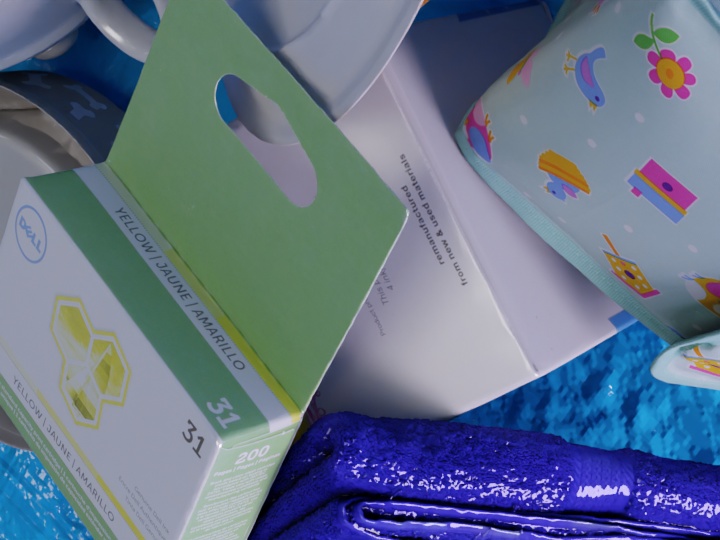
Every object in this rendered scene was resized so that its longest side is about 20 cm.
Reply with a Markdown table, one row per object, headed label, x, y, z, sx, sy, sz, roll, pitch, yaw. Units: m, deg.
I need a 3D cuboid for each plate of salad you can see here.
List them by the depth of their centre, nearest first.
| label | x | y | z | sx | sy | sz | roll | pitch | yaw |
| --- | --- | --- | --- | --- | --- | --- | --- | --- | --- |
| plate of salad | -0.001 | -0.141 | 0.656 | 0.200 | 0.048 | 0.201 | -34 | 51 | 54 |

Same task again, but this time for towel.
| label | x | y | z | sx | sy | sz | roll | pitch | yaw |
| --- | --- | --- | --- | --- | --- | --- | --- | --- | --- |
| towel | 0.051 | 0.114 | 0.725 | 0.148 | 0.199 | 0.050 | 129 | 144 | -50 |

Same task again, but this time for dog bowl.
| label | x | y | z | sx | sy | sz | roll | pitch | yaw |
| --- | --- | --- | --- | --- | --- | --- | --- | --- | --- |
| dog bowl | -0.167 | -0.010 | 0.914 | 0.200 | 0.059 | 0.201 | 15 | 118 | 30 |

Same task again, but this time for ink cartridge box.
| label | x | y | z | sx | sy | sz | roll | pitch | yaw |
| --- | --- | --- | --- | --- | --- | --- | --- | --- | --- |
| ink cartridge box | -0.073 | 0.009 | 0.668 | 0.146 | 0.048 | 0.200 | 50 | 135 | 27 |
| ink cartridge box | 0.000 | 0.000 | 0.765 | 0.200 | 0.147 | 0.145 | -29 | 87 | 35 |

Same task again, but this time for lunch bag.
| label | x | y | z | sx | sy | sz | roll | pitch | yaw |
| --- | --- | --- | --- | --- | --- | --- | --- | --- | --- |
| lunch bag | 0.156 | -0.031 | 0.624 | 0.200 | 0.122 | 0.170 | 47 | 154 | -7 |

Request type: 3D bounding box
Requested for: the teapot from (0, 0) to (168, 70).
| label | x | y | z | sx | sy | sz | roll | pitch | yaw |
| --- | --- | --- | --- | --- | --- | --- | --- | --- | --- |
| teapot | -0.175 | -0.158 | 0.839 | 0.197 | 0.200 | 0.146 | -22 | 126 | 14 |
